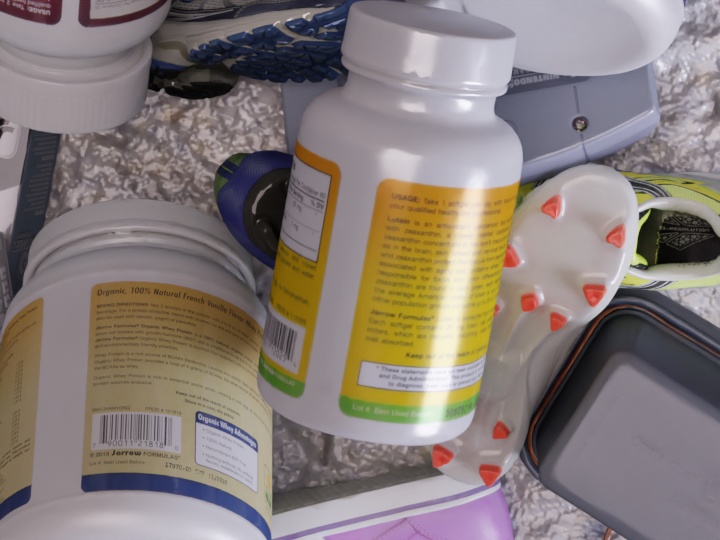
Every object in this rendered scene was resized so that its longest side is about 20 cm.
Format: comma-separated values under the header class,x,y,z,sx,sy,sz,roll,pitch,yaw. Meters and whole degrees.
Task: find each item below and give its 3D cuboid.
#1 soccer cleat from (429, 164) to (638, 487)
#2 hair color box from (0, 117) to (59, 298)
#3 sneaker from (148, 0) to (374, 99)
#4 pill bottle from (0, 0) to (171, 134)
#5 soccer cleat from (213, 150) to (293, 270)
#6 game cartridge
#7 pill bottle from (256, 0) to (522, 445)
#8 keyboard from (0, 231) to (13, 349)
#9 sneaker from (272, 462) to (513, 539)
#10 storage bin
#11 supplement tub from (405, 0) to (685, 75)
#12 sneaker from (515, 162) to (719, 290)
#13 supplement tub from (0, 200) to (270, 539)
class,x,y,z,sx,sy,sz,roll,pitch,yaw
soccer cleat,0.086,0.023,1.246,0.069,0.078,0.200,24,118,1
hair color box,-0.229,-0.046,1.341,0.099,0.061,0.200,12,98,8
sneaker,-0.064,-0.145,1.263,0.200,0.077,0.085,-2,78,48
pill bottle,-0.145,-0.176,1.200,0.109,0.110,0.200,14,124,7
soccer cleat,0.000,-0.001,1.287,0.200,0.084,0.065,40,88,-33
game cartridge,0.056,-0.107,1.283,0.200,0.040,0.134,-9,69,10
pill bottle,0.018,-0.025,1.171,0.111,0.111,0.200,12,105,8
keyboard,-0.202,0.078,1.316,0.011,0.056,0.200,10,120,25
sneaker,-0.012,0.176,1.323,0.200,0.073,0.114,-11,96,10
storage bin,0.175,0.115,1.256,0.200,0.134,0.146,33,99,6
supplement tub,0.106,-0.214,1.209,0.144,0.144,0.200,10,74,8
sneaker,0.121,-0.027,1.281,0.200,0.076,0.076,-1,97,10
supplement tub,-0.118,0.078,1.253,0.144,0.144,0.200,-7,56,9
